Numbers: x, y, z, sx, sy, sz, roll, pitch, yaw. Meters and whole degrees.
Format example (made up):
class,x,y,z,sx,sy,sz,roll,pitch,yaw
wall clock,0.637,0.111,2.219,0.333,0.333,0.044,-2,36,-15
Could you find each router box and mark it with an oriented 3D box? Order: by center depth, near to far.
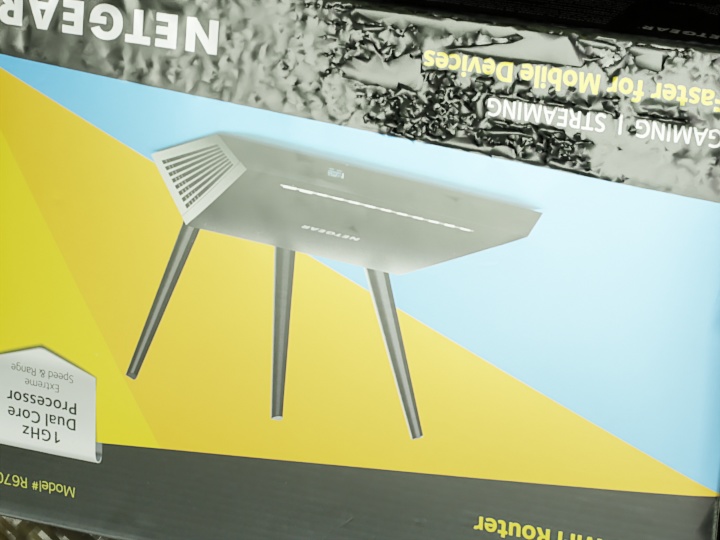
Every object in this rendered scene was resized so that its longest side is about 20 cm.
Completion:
class,x,y,z,sx,sy,sz,roll,pitch,yaw
router box,0.000,0.000,0.705,0.199,0.051,0.150,9,110,19
